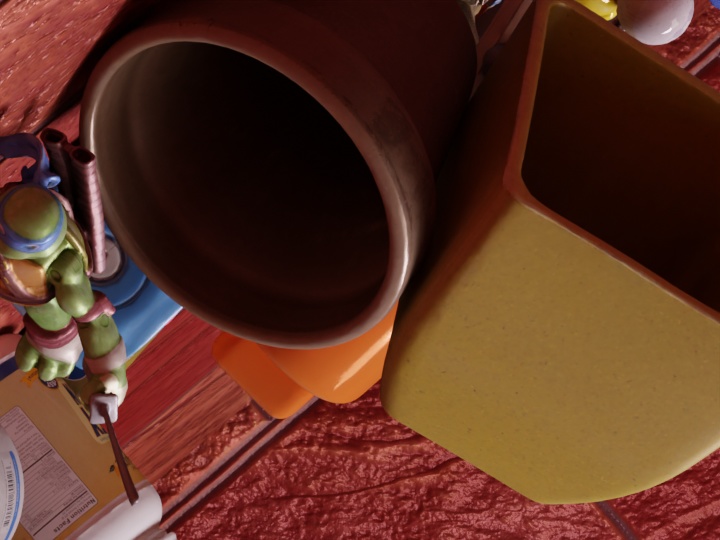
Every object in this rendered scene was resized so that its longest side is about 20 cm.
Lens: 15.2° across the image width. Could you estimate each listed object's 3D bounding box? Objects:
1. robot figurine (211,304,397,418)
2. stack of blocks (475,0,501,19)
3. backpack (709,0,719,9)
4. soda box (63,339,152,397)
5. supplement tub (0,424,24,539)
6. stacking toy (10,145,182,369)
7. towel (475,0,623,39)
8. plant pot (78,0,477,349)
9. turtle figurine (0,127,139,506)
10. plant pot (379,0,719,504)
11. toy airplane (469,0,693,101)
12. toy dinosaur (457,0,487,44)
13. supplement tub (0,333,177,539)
[{"bbox_3d":[0.000,0.001,1.627,0.200,0.117,0.144,-43,151,15],"label":"robot figurine"},{"bbox_3d":[0.091,-0.205,1.918,0.115,0.059,0.200,-45,173,27],"label":"stack of blocks"},{"bbox_3d":[0.251,-0.265,1.723,0.163,0.200,0.168,-47,-166,-16],"label":"backpack"},{"bbox_3d":[-0.175,0.027,1.896,0.068,0.064,0.200,-35,173,-47],"label":"soda box"},{"bbox_3d":[-0.288,0.138,1.633,0.132,0.132,0.200,-41,174,5],"label":"supplement tub"},{"bbox_3d":[-0.149,-0.018,1.628,0.116,0.110,0.200,-44,-175,4],"label":"stacking toy"},{"bbox_3d":[0.113,-0.152,1.756,0.200,0.035,0.133,-38,-158,1],"label":"towel"},{"bbox_3d":[-0.023,-0.086,1.442,0.175,0.200,0.200,-48,-179,-42],"label":"plant pot"},{"bbox_3d":[-0.197,0.035,1.418,0.143,0.201,0.194,-5,173,-8],"label":"turtle figurine"},{"bbox_3d":[0.115,0.011,1.465,0.200,0.195,0.195,-50,-164,36],"label":"plant pot"},{"bbox_3d":[0.130,-0.183,1.532,0.199,0.141,0.200,-46,168,-45],"label":"toy airplane"},{"bbox_3d":[0.053,-0.187,1.715,0.058,0.200,0.102,2,124,-18],"label":"toy dinosaur"},{"bbox_3d":[-0.228,0.160,1.859,0.144,0.200,0.144,-40,175,-4],"label":"supplement tub"}]
